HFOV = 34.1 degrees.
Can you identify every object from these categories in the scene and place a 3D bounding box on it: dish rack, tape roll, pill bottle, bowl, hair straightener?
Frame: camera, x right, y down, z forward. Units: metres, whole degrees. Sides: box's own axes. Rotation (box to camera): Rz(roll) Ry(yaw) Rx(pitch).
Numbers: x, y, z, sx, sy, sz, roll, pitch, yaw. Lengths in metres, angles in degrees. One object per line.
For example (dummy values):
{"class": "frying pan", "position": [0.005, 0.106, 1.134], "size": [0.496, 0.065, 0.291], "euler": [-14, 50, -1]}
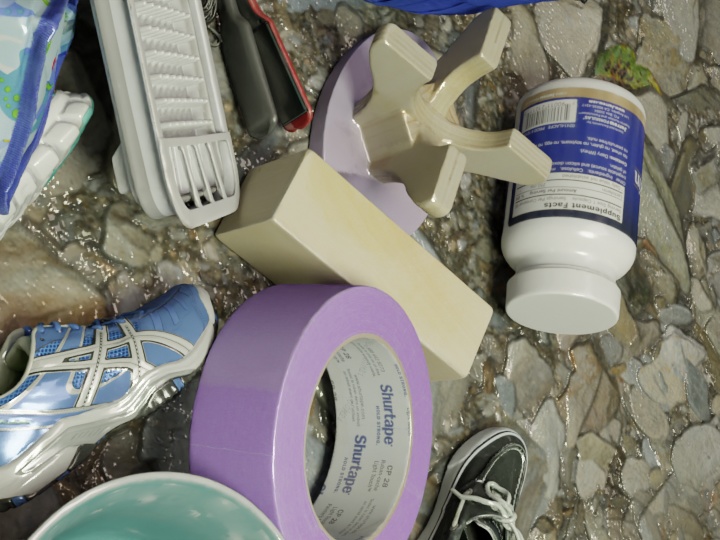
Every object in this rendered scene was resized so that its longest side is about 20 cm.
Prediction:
{"class": "dish rack", "position": [-0.130, -0.127, 0.744], "size": [0.172, 0.043, 0.200], "euler": [-48, 128, -79]}
{"class": "tape roll", "position": [-0.026, 0.109, 0.773], "size": [0.200, 0.066, 0.200], "euler": [-4, 95, -59]}
{"class": "pill bottle", "position": [0.181, -0.054, 1.009], "size": [0.116, 0.116, 0.200], "euler": [25, 64, -35]}
{"class": "bowl", "position": [-0.135, 0.216, 0.660], "size": [0.201, 0.105, 0.201], "euler": [9, 74, -36]}
{"class": "hair straightener", "position": [-0.101, -0.189, 0.843], "size": [0.077, 0.041, 0.200], "euler": [-22, 94, -43]}

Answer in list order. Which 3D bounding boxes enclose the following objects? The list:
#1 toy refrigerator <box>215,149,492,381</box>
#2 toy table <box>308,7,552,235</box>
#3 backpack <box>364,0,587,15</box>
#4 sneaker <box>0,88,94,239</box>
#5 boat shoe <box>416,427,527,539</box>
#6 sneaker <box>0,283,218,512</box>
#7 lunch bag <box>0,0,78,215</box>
{"class": "toy refrigerator", "position": [0.000, 0.000, 0.858], "size": [0.200, 0.076, 0.070], "euler": [40, 60, -26]}
{"class": "toy table", "position": [0.047, -0.115, 0.906], "size": [0.184, 0.117, 0.200], "euler": [23, 65, -35]}
{"class": "backpack", "position": [0.063, -0.287, 0.906], "size": [0.168, 0.200, 0.163], "euler": [4, 91, -34]}
{"class": "sneaker", "position": [-0.241, -0.050, 0.676], "size": [0.091, 0.078, 0.200], "euler": [36, 53, -10]}
{"class": "boat shoe", "position": [0.089, 0.196, 0.893], "size": [0.199, 0.068, 0.074], "euler": [-46, 110, -39]}
{"class": "sneaker", "position": [-0.163, 0.057, 0.701], "size": [0.200, 0.076, 0.077], "euler": [-41, 111, -41]}
{"class": "lunch bag", "position": [-0.239, -0.126, 0.603], "size": [0.170, 0.128, 0.200], "euler": [17, 24, -16]}
